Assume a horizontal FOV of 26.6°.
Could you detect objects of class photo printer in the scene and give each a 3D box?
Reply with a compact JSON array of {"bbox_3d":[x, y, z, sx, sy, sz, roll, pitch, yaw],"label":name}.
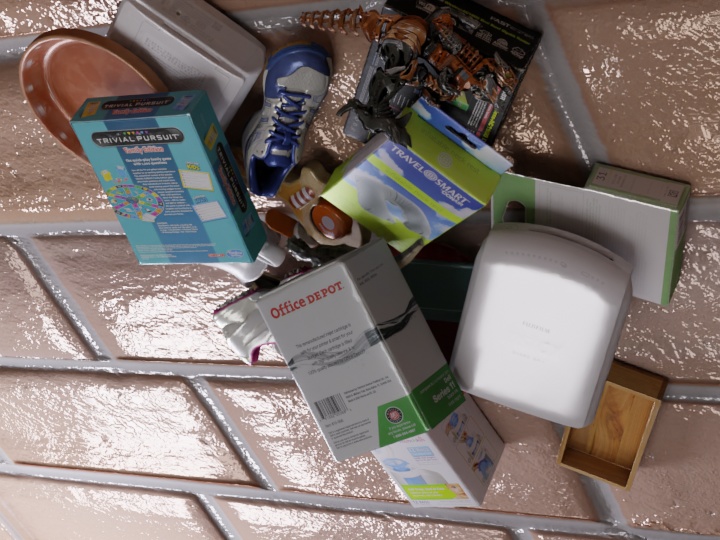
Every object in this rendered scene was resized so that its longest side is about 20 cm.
[{"bbox_3d":[0.189,0.051,1.592,0.165,0.070,0.201,18,120,10],"label":"photo printer"},{"bbox_3d":[-0.207,-0.215,1.671,0.166,0.070,0.200,33,144,-5],"label":"photo printer"}]

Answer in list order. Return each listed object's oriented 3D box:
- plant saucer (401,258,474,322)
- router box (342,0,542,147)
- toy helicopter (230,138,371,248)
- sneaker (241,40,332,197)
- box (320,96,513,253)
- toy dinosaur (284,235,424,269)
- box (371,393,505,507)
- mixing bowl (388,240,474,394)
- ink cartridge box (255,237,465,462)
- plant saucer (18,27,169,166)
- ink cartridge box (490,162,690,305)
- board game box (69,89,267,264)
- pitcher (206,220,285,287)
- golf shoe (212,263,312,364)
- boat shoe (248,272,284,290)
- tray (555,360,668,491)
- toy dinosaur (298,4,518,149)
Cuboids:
[{"bbox_3d":[0.104,0.022,1.700,0.199,0.070,0.019,4,165,13],"label":"plant saucer"},{"bbox_3d":[0.078,-0.185,1.524,0.149,0.062,0.200,27,143,4],"label":"router box"},{"bbox_3d":[-0.072,-0.083,1.746,0.199,0.079,0.133,33,143,17],"label":"toy helicopter"},{"bbox_3d":[-0.076,-0.156,1.620,0.075,0.089,0.200,7,144,-14],"label":"sneaker"},{"bbox_3d":[0.055,-0.091,1.556,0.122,0.048,0.200,35,152,-12],"label":"box"},{"bbox_3d":[0.000,0.000,1.669,0.199,0.048,0.088,2,138,37],"label":"toy dinosaur"},{"bbox_3d":[0.080,0.200,1.944,0.112,0.102,0.200,-7,130,38],"label":"box"},{"bbox_3d":[0.065,0.073,1.758,0.199,0.201,0.108,18,169,14],"label":"mixing bowl"},{"bbox_3d":[-0.001,0.084,1.619,0.146,0.083,0.201,-23,96,41],"label":"ink cartridge box"},{"bbox_3d":[-0.281,-0.185,1.672,0.199,0.032,0.201,18,142,15],"label":"plant saucer"},{"bbox_3d":[0.237,-0.048,1.594,0.199,0.048,0.146,16,142,20],"label":"ink cartridge box"},{"bbox_3d":[-0.204,-0.097,1.645,0.150,0.047,0.201,0,130,25],"label":"board game box"},{"bbox_3d":[-0.181,-0.062,1.775,0.199,0.122,0.171,33,170,-12],"label":"pitcher"},{"bbox_3d":[-0.079,0.046,1.841,0.199,0.075,0.092,-24,89,19],"label":"golf shoe"},{"bbox_3d":[-0.050,0.057,1.889,0.200,0.073,0.063,23,149,20],"label":"boat shoe"},{"bbox_3d":[0.300,0.184,1.835,0.098,0.037,0.201,20,143,12],"label":"tray"},{"bbox_3d":[0.042,-0.189,1.418,0.199,0.136,0.102,25,-176,20],"label":"toy dinosaur"}]
